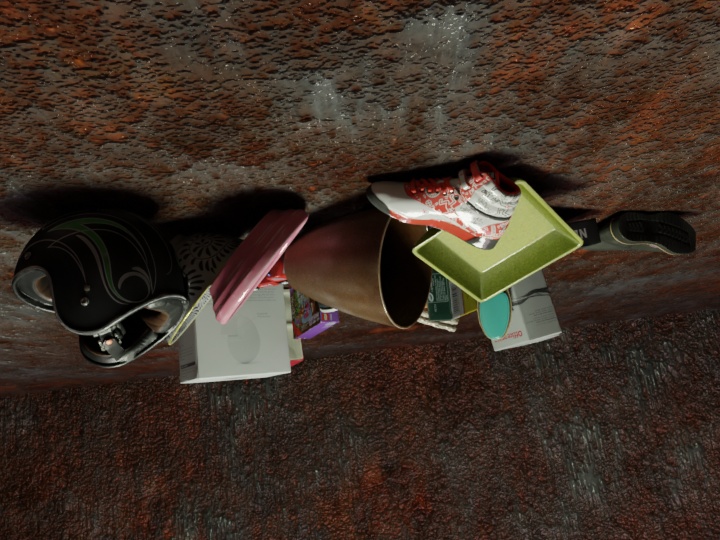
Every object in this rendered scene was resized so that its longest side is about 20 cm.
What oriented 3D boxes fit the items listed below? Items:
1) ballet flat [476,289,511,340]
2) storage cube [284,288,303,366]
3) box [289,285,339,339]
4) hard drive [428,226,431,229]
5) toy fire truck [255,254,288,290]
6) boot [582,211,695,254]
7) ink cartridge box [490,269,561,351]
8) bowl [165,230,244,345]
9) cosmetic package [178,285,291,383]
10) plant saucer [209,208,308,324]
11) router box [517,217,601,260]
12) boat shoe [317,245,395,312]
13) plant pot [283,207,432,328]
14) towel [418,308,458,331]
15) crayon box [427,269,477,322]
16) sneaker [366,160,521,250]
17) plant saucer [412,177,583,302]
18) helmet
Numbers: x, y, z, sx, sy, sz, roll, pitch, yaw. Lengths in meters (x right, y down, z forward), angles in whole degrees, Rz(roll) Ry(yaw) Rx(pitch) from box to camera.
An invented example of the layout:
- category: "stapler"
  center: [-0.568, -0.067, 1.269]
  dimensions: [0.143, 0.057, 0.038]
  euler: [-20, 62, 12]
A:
- category: "ballet flat"
  center: [0.259, 0.034, 1.336]
  dimensions: [0.070, 0.202, 0.065]
  euler: [-4, -169, 13]
- category: "storage cube"
  center: [-0.246, 0.144, 1.579]
  dimensions: [0.198, 0.173, 0.180]
  euler: [0, 164, -26]
- category: "box"
  center: [-0.094, 0.050, 1.321]
  dimensions: [0.039, 0.138, 0.200]
  euler: [0, 166, -20]
- category: "hard drive"
  center: [0.184, -0.078, 1.146]
  dimensions: [0.198, 0.033, 0.139]
  euler: [-12, 166, 20]
- category: "toy fire truck"
  center: [-0.230, 0.004, 1.245]
  dimensions: [0.198, 0.049, 0.141]
  euler: [-11, 166, 18]
- category: "boot"
  center: [0.536, -0.065, 1.333]
  dimensions: [0.198, 0.078, 0.138]
  euler: [12, 166, -19]
- category: "ink cartridge box"
  center: [0.313, 0.054, 1.395]
  dimensions: [0.083, 0.202, 0.145]
  euler: [-11, 169, -20]
- category: "bowl"
  center: [-0.267, 0.006, 1.047]
  dimensions: [0.094, 0.201, 0.201]
  euler: [37, 158, -6]
- category: "cosmetic package"
  center: [-0.262, 0.120, 1.392]
  dimensions: [0.198, 0.202, 0.123]
  euler: [1, 168, -32]
- category: "plant saucer"
  center: [-0.153, -0.015, 0.985]
  dimensions: [0.051, 0.201, 0.200]
  euler: [39, 158, -4]
- category: "router box"
  center: [0.307, -0.045, 1.220]
  dimensions: [0.198, 0.052, 0.149]
  euler: [-12, 177, -34]
- category: "boat shoe"
  center: [0.000, 0.000, 1.176]
  dimensions: [0.199, 0.076, 0.060]
  euler: [-34, 120, 9]
- category: "plant pot"
  center: [-0.014, -0.011, 1.065]
  dimensions: [0.198, 0.189, 0.186]
  euler: [3, 174, 30]
- category: "towel"
  center: [0.092, 0.063, 1.353]
  dimensions: [0.198, 0.035, 0.133]
  euler: [16, -166, -23]
- category: "crayon box"
  center: [0.180, 0.023, 1.304]
  dimensions: [0.050, 0.129, 0.200]
  euler: [-5, -179, 27]
- category: "sneaker"
  center: [0.116, -0.109, 0.918]
  dimensions: [0.200, 0.068, 0.108]
  euler: [20, 126, -8]
- category: "plant saucer"
  center: [0.209, -0.053, 1.051]
  dimensions: [0.199, 0.048, 0.199]
  euler: [-33, 135, 27]
- category: "helmet"
  center: [-0.341, 0.011, 0.897]
  dimensions: [0.199, 0.191, 0.200]
  euler: [-35, 163, -12]
